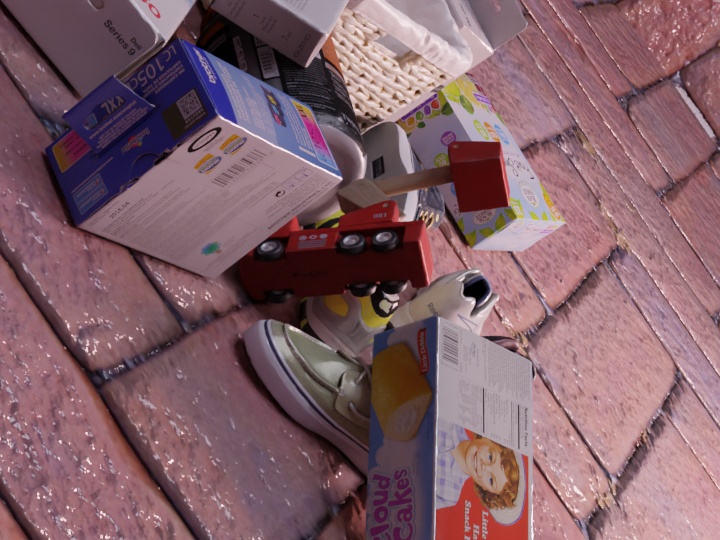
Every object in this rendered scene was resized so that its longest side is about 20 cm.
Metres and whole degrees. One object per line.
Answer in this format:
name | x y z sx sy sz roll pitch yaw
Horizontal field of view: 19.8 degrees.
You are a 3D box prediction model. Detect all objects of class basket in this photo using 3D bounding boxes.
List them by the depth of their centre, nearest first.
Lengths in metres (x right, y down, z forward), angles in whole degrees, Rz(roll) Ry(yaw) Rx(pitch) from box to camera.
basket | -0.033 -0.249 1.916 0.198 0.161 0.200 26 34 -54

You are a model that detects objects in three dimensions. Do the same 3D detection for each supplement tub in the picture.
supplement tub | -0.071 -0.142 1.707 0.123 0.123 0.200 38 25 -40

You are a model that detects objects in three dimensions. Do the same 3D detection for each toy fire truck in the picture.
toy fire truck | 0.012 -0.039 1.613 0.141 0.200 0.049 -77 159 -54

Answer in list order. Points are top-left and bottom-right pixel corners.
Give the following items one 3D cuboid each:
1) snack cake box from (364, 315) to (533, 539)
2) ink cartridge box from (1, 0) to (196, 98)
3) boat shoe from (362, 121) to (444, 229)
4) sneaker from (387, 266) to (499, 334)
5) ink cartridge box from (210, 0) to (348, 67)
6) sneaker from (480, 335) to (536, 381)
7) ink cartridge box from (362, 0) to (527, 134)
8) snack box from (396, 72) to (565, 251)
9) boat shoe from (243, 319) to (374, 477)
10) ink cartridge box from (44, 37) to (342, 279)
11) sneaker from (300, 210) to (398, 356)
snack cake box | 0.067 0.148 1.516 0.115 0.067 0.200 27 55 -42
ink cartridge box | -0.205 -0.235 1.603 0.145 0.087 0.200 50 18 -14
boat shoe | 0.040 -0.054 1.901 0.091 0.071 0.200 52 22 -28
sneaker | 0.090 0.034 1.851 0.075 0.087 0.200 53 18 0
ink cartridge box | -0.081 -0.275 1.698 0.176 0.045 0.200 33 38 -7
sneaker | 0.098 0.093 1.698 0.200 0.115 0.076 12 72 -66
ink cartridge box | 0.050 -0.234 2.022 0.068 0.200 0.116 32 29 -53
snack box | 0.121 -0.119 2.203 0.200 0.068 0.169 61 19 11
boat shoe | -0.006 0.095 1.559 0.200 0.062 0.072 43 23 -31
ink cartridge box | -0.124 -0.080 1.459 0.200 0.136 0.076 22 36 -58
sneaker | 0.000 0.000 1.686 0.075 0.076 0.200 44 23 -28
